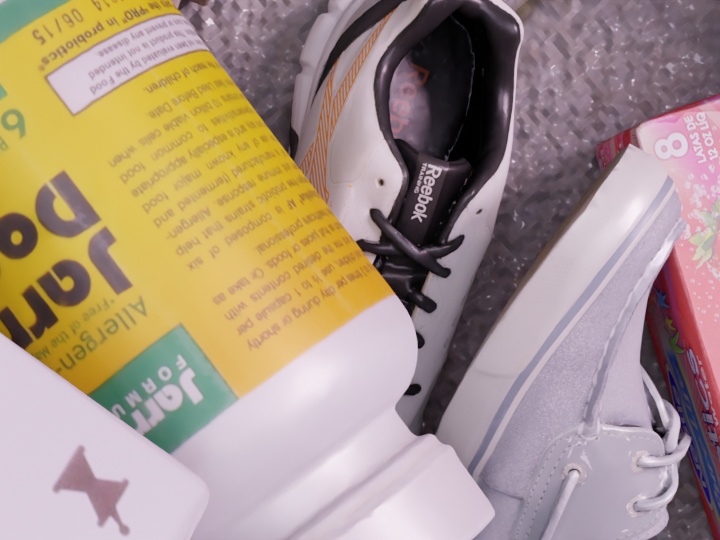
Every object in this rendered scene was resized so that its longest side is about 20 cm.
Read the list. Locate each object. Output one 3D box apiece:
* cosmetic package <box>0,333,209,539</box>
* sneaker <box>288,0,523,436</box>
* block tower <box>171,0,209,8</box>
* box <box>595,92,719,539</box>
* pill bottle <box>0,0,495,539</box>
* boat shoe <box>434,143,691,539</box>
[{"bbox_3d":[-0.174,0.100,0.627,0.165,0.200,0.165,37,48,-10],"label":"cosmetic package"},{"bbox_3d":[0.000,0.000,0.772,0.074,0.080,0.200,13,85,-18],"label":"sneaker"},{"bbox_3d":[-0.138,-0.119,0.775,0.200,0.054,0.058,19,67,-8],"label":"block tower"},{"bbox_3d":[0.149,0.039,0.778,0.095,0.103,0.200,-17,91,-2],"label":"box"},{"bbox_3d":[-0.056,0.013,0.702,0.113,0.113,0.200,-37,87,-3],"label":"pill bottle"},{"bbox_3d":[0.061,0.054,0.751,0.071,0.070,0.201,29,125,7],"label":"boat shoe"}]
